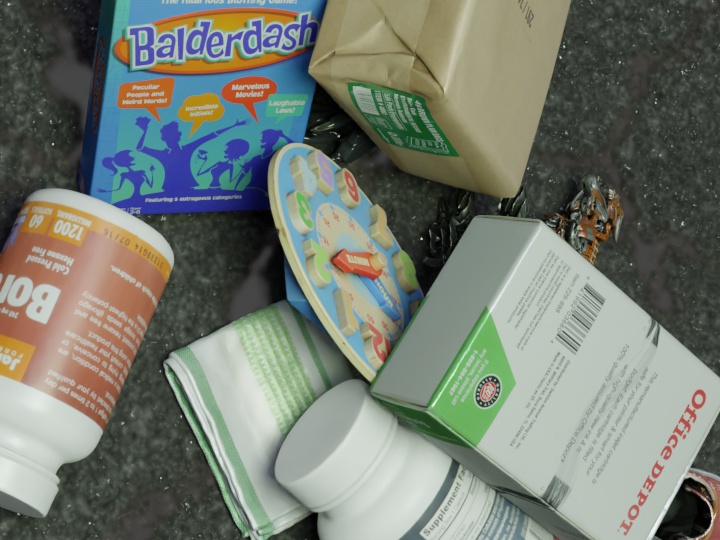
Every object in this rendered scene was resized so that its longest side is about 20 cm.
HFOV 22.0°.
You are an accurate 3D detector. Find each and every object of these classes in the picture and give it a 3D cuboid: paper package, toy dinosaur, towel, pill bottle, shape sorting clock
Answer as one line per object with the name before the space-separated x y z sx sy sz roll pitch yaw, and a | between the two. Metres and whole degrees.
paper package | 0.064 -0.173 1.276 0.103 0.200 0.192 10 76 22
toy dinosaur | 0.125 0.005 1.378 0.136 0.102 0.201 45 49 -26
towel | -0.026 0.088 1.339 0.199 0.031 0.150 -25 89 -22
pill bottle | -0.210 0.056 1.236 0.112 0.112 0.201 25 71 -13
pill bottle | 0.040 0.172 1.278 0.200 0.119 0.120 43 69 -19
shape sorting clock | 0.000 0.000 1.275 0.039 0.200 0.201 -26 88 22

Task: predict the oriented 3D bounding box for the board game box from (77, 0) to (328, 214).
board game box | -0.108 -0.127 1.269 0.151 0.201 0.045 -4 44 -19

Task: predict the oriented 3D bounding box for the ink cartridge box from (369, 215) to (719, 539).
ink cartridge box | 0.127 0.080 1.224 0.200 0.084 0.146 40 75 -26

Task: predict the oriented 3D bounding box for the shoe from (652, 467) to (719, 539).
shoe | 0.236 0.180 1.353 0.199 0.091 0.072 16 87 -34

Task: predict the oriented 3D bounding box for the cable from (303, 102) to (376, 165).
cable | -0.008 -0.177 1.394 0.200 0.051 0.163 -37 88 -19
